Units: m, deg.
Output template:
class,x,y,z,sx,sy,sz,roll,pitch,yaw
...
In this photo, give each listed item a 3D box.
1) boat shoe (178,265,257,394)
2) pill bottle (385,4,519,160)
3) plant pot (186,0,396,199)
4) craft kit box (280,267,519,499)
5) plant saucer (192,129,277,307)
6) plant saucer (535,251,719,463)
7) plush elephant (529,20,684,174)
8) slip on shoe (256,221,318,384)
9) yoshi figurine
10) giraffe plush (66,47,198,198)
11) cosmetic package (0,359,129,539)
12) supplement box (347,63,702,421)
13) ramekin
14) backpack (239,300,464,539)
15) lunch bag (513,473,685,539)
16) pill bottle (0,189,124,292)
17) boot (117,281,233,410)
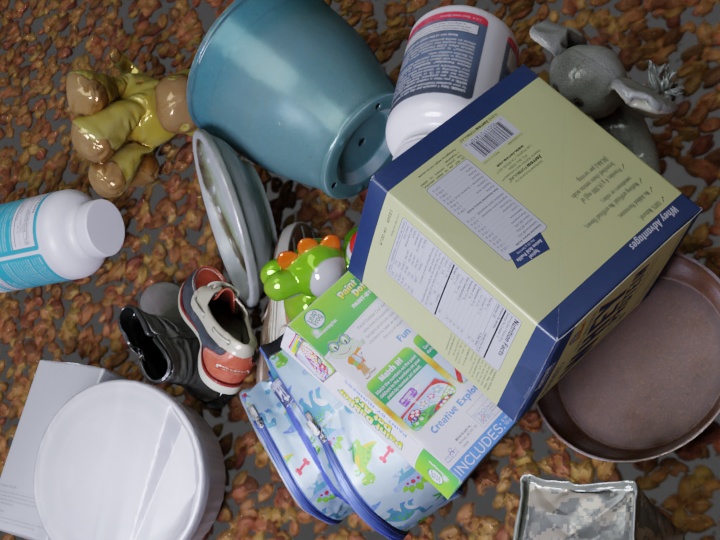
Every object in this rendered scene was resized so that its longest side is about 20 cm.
class,x,y,z,sx,sy,sz,roll,pitch,yaw
boat shoe,-0.150,0.049,1.395,0.200,0.071,0.063,-112,40,-54
pill bottle,0.089,-0.157,1.300,0.119,0.120,0.201,-10,48,30
plant pot,-0.052,-0.183,1.403,0.188,0.200,0.200,39,92,25
craft kit box,0.068,0.062,1.128,0.197,0.049,0.200,43,58,11
plant saucer,-0.130,-0.062,1.410,0.050,0.201,0.201,-18,52,-13
plant saucer,0.248,0.078,1.159,0.199,0.034,0.202,-16,59,28
plush elephant,0.211,-0.142,1.211,0.200,0.155,0.165,-53,50,2
slip on shoe,-0.078,0.046,1.378,0.060,0.076,0.201,-16,66,34
yoshi figurine,0.000,0.006,1.314,0.199,0.112,0.113,-13,96,-5
giraffe plush,-0.237,-0.190,1.570,0.161,0.174,0.200,-5,30,21
cosmetic package,-0.333,0.209,1.465,0.112,0.081,0.201,6,70,36
supplement box,0.134,-0.026,1.087,0.200,0.135,0.200,42,60,17
ramekin,-0.232,0.218,1.353,0.201,0.094,0.204,-4,79,21
backpack,-0.004,0.153,1.200,0.147,0.183,0.200,-38,63,5
lunch bag,0.182,0.281,1.019,0.117,0.164,0.201,-2,66,27
pill bottle,-0.389,-0.038,1.603,0.199,0.111,0.112,-8,63,31
boot,-0.217,0.061,1.423,0.068,0.130,0.200,-45,50,8
